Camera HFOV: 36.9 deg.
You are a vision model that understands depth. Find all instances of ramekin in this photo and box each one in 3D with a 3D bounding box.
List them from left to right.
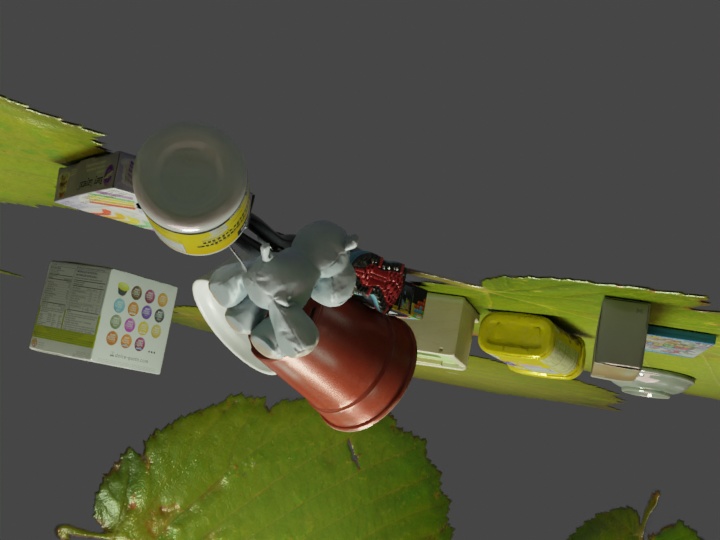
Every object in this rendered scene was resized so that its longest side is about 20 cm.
[{"bbox_3d":[-0.170,0.063,1.753,0.200,0.098,0.201,35,151,23],"label":"ramekin"}]

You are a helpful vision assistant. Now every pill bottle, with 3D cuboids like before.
[{"bbox_3d":[-0.171,-0.077,1.124,0.112,0.112,0.200,11,171,-2],"label":"pill bottle"}]

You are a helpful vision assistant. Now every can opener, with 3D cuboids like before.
[{"bbox_3d":[-0.129,-0.034,1.483,0.078,0.064,0.200,6,170,25],"label":"can opener"}]

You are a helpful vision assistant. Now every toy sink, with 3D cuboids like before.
[{"bbox_3d":[0.128,0.110,1.910,0.130,0.112,0.200,8,170,15],"label":"toy sink"}]

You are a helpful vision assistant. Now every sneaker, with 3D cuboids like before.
[{"bbox_3d":[0.000,0.000,1.580,0.095,0.079,0.200,25,174,27],"label":"sneaker"}]

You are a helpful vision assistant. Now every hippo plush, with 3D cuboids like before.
[{"bbox_3d":[-0.093,0.000,1.397,0.159,0.161,0.200,12,131,41],"label":"hippo plush"}]

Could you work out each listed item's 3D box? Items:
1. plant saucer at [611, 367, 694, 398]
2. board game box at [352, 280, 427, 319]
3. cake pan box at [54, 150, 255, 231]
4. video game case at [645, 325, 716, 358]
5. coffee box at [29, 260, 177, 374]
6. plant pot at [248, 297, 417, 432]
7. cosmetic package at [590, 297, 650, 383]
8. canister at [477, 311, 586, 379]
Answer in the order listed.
[{"bbox_3d":[0.636,0.251,2.390,0.200,0.050,0.200,9,171,2],"label":"plant saucer"},{"bbox_3d":[-0.018,0.033,1.783,0.200,0.057,0.165,2,165,42],"label":"board game box"},{"bbox_3d":[-0.255,-0.090,1.329,0.184,0.052,0.200,15,169,-36],"label":"cake pan box"},{"bbox_3d":[0.516,0.121,1.844,0.143,0.018,0.200,8,171,9],"label":"video game case"},{"bbox_3d":[-0.545,0.099,2.302,0.200,0.198,0.200,6,171,35],"label":"coffee box"},{"bbox_3d":[-0.051,0.111,1.622,0.201,0.201,0.195,1,151,45],"label":"plant pot"},{"bbox_3d":[0.396,0.110,1.654,0.071,0.105,0.200,8,169,12],"label":"cosmetic package"},{"bbox_3d":[0.311,0.136,1.950,0.148,0.087,0.200,5,168,28],"label":"canister"}]
